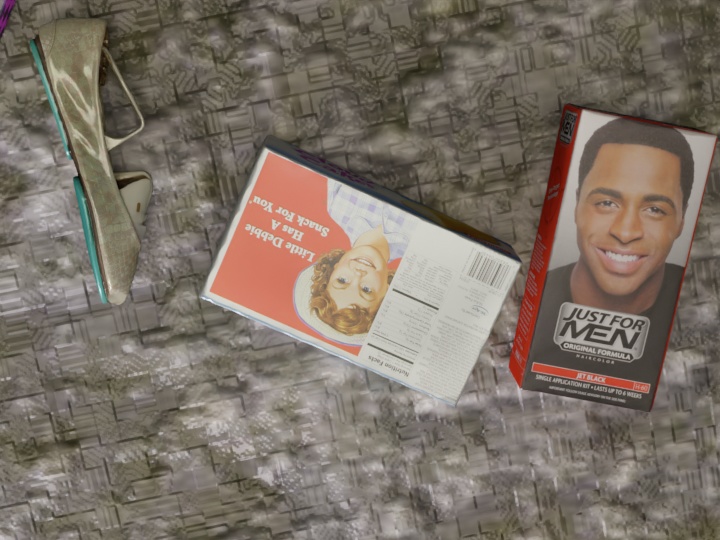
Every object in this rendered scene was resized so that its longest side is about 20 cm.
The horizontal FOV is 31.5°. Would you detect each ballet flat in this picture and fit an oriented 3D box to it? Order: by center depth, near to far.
[{"bbox_3d":[-0.174,-0.076,0.882,0.062,0.067,0.202,-15,102,-9],"label":"ballet flat"}]

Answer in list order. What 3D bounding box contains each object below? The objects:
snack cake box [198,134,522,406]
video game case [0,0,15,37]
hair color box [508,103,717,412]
[{"bbox_3d":[0.000,0.000,0.902,0.198,0.067,0.116,24,101,-7],"label":"snack cake box"},{"bbox_3d":[-0.342,-0.168,0.869,0.180,0.036,0.202,24,99,-8],"label":"video game case"},{"bbox_3d":[0.177,-0.009,0.910,0.100,0.061,0.202,10,100,-3],"label":"hair color box"}]
